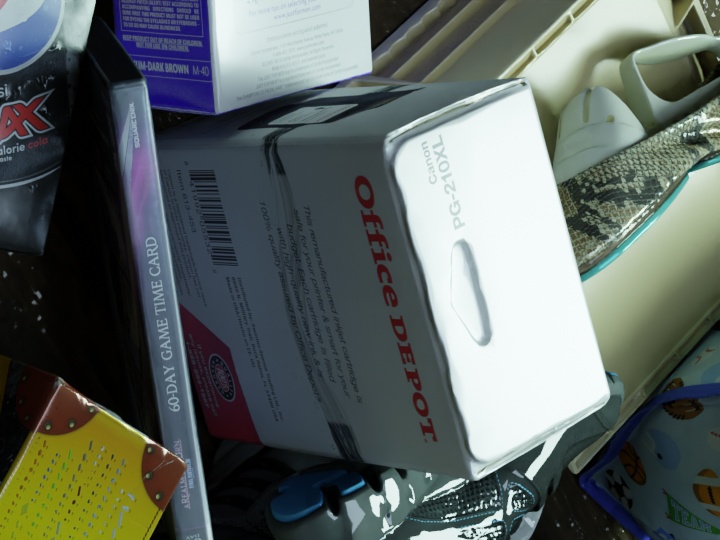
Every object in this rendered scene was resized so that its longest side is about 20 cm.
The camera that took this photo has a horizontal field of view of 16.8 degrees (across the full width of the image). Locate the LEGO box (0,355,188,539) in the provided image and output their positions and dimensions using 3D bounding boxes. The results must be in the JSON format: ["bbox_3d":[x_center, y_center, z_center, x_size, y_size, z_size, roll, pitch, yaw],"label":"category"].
[{"bbox_3d":[-0.179,0.131,0.970,0.077,0.149,0.201,37,75,-38],"label":"LEGO box"}]

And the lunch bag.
[{"bbox_3d":[0.224,0.060,1.246,0.170,0.124,0.200,-44,168,-27],"label":"lunch bag"}]

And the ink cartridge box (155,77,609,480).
[{"bbox_3d":[0.000,0.000,1.045,0.084,0.200,0.146,-25,106,-33],"label":"ink cartridge box"}]

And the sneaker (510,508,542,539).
[{"bbox_3d":[0.021,0.160,1.136,0.078,0.099,0.200,38,46,-4],"label":"sneaker"}]

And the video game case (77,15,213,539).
[{"bbox_3d":[-0.093,0.004,1.023,0.019,0.143,0.201,-9,107,-11],"label":"video game case"}]

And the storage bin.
[{"bbox_3d":[0.095,-0.042,1.197,0.199,0.094,0.200,-44,123,-24],"label":"storage bin"}]

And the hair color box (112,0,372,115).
[{"bbox_3d":[-0.055,-0.176,1.053,0.109,0.065,0.201,-20,113,-49],"label":"hair color box"}]

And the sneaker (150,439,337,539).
[{"bbox_3d":[-0.042,0.128,1.105,0.199,0.114,0.076,-24,114,-34],"label":"sneaker"}]

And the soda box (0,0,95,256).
[{"bbox_3d":[-0.150,-0.112,0.993,0.063,0.071,0.201,10,93,-35],"label":"soda box"}]

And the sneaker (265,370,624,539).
[{"bbox_3d":[0.043,0.101,1.081,0.199,0.073,0.082,-26,106,-35],"label":"sneaker"}]

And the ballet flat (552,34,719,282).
[{"bbox_3d":[0.136,-0.063,1.132,0.200,0.068,0.076,-32,96,-37],"label":"ballet flat"}]
